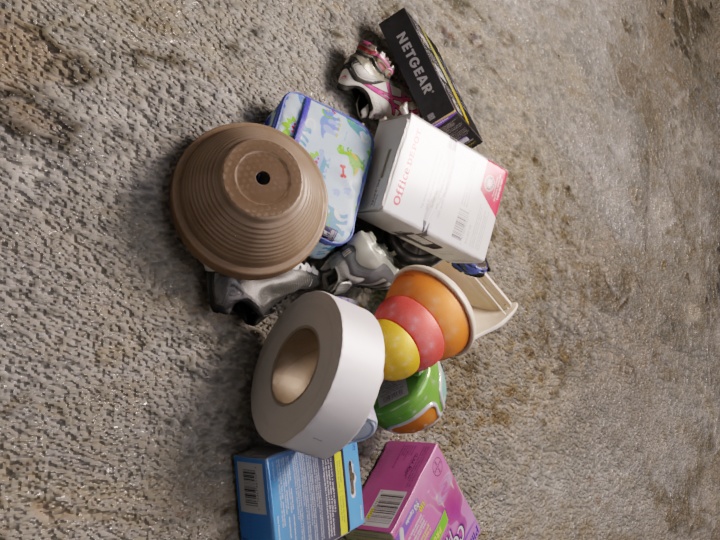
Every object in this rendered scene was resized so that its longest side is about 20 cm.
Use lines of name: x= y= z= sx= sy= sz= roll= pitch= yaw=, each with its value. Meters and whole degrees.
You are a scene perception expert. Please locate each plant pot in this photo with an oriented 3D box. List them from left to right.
plant pot: x=-0.127 y=-0.097 z=1.175 sx=0.198 sy=0.093 sz=0.203 roll=6 pitch=72 yaw=-18

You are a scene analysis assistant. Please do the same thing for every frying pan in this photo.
frying pan: x=0.120 y=-0.081 z=1.466 sx=0.189 sy=0.031 sz=0.116 roll=-34 pitch=90 yaw=-6

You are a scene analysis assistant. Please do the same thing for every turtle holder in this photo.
turtle holder: x=0.055 y=0.166 z=1.463 sx=0.141 sy=0.185 sz=0.132 roll=-47 pitch=129 yaw=-6

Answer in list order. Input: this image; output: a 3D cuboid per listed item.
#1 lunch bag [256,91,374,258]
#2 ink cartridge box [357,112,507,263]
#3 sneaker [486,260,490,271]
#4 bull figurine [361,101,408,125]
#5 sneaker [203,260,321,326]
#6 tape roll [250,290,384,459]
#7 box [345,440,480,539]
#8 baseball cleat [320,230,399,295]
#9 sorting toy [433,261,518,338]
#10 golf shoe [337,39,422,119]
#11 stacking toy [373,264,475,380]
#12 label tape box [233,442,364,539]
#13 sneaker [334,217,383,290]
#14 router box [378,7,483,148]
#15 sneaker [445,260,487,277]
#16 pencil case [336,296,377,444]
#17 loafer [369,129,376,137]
lunch bag: x=-0.074 y=-0.130 z=1.309 sx=0.160 sy=0.082 sz=0.202 roll=27 pitch=62 yaw=-19
ink cartridge box: x=0.100 y=-0.113 z=1.380 sx=0.199 sy=0.083 sz=0.147 roll=25 pitch=77 yaw=-32
sneaker: x=0.158 y=-0.075 z=1.655 sx=0.201 sy=0.060 sz=0.104 roll=56 pitch=2 yaw=3
bull figurine: x=0.059 y=-0.178 z=1.459 sx=0.200 sy=0.065 sz=0.122 roll=-33 pitch=93 yaw=-49
sneaker: x=-0.129 y=0.027 z=1.270 sx=0.199 sy=0.066 sz=0.092 roll=5 pitch=87 yaw=-50
tape roll: x=-0.057 y=0.132 z=1.230 sx=0.070 sy=0.201 sz=0.205 roll=25 pitch=66 yaw=-32
box: x=0.082 y=0.398 z=1.490 sx=0.176 sy=0.096 sz=0.201 roll=-54 pitch=129 yaw=-41
baseball cleat: x=0.000 y=0.000 z=1.374 sx=0.070 sy=0.106 sz=0.200 roll=61 pitch=6 yaw=24
sorting toy: x=0.129 y=0.047 z=1.544 sx=0.200 sy=0.107 sz=0.180 roll=49 pitch=42 yaw=-7
golf shoe: x=0.029 y=-0.271 z=1.519 sx=0.092 sy=0.072 sz=0.200 roll=-52 pitch=139 yaw=-2
stacking toy: x=0.047 y=0.098 z=1.296 sx=0.200 sy=0.145 sz=0.147 roll=-38 pitch=117 yaw=-35
label tape box: x=-0.079 y=0.299 z=1.309 sx=0.199 sy=0.066 sz=0.145 roll=-9 pitch=94 yaw=-56
sneaker: x=-0.011 y=-0.062 z=1.437 sx=0.200 sy=0.059 sz=0.105 roll=46 pitch=47 yaw=-45
router box: x=0.114 y=-0.297 z=1.543 sx=0.157 sy=0.052 sz=0.202 roll=26 pitch=38 yaw=-64
sneaker: x=0.155 y=-0.081 z=1.507 sx=0.075 sy=0.078 sz=0.202 roll=5 pitch=58 yaw=-45
pencil case: x=-0.025 y=0.137 z=1.333 sx=0.091 sy=0.082 sz=0.202 roll=77 pitch=6 yaw=-56
loafer: x=0.042 y=-0.122 z=1.515 sx=0.075 sy=0.068 sz=0.202 roll=-14 pitch=82 yaw=-47
